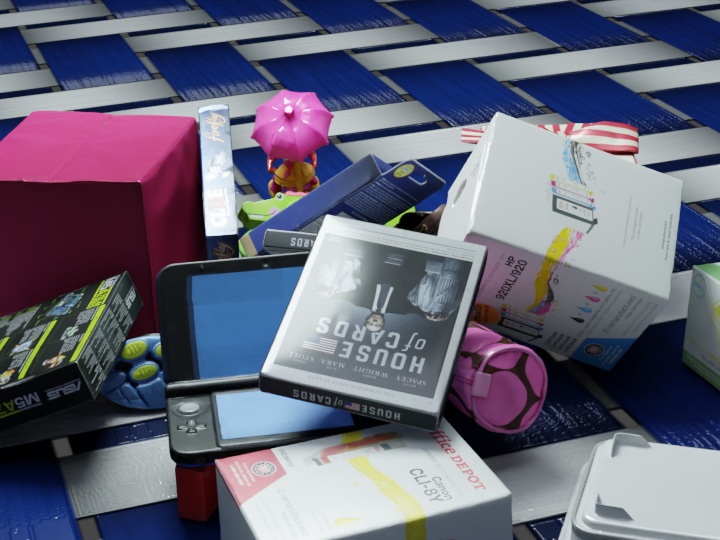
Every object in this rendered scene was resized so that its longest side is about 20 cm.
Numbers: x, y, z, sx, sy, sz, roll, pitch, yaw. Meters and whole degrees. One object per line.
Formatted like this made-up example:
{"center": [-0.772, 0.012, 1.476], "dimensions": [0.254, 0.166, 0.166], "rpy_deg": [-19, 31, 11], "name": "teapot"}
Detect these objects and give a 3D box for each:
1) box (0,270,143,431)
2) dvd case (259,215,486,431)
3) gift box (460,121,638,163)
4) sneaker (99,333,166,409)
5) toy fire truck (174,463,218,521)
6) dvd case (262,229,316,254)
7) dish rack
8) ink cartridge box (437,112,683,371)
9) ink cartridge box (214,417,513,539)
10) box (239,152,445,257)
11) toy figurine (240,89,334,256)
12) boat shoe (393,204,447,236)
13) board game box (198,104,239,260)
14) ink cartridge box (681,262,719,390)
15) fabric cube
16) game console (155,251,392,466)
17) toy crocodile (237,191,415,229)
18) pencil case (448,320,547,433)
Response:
{"center": [-0.314, 0.086, 1.439], "dimensions": [0.191, 0.048, 0.200], "rpy_deg": [-18, 21, 12], "name": "box"}
{"center": [0.015, 0.039, 1.292], "dimensions": [0.149, 0.025, 0.201], "rpy_deg": [12, 44, 9], "name": "dvd case"}
{"center": [0.201, -0.071, 1.659], "dimensions": [0.182, 0.189, 0.200], "rpy_deg": [-2, 24, -2], "name": "gift box"}
{"center": [-0.169, 0.085, 1.498], "dimensions": [0.198, 0.072, 0.083], "rpy_deg": [-17, 6, -26], "name": "sneaker"}
{"center": [-0.069, 0.149, 1.344], "dimensions": [0.139, 0.049, 0.200], "rpy_deg": [3, 24, 14], "name": "toy fire truck"}
{"center": [0.000, 0.000, 1.574], "dimensions": [0.149, 0.025, 0.200], "rpy_deg": [6, -13, 16], "name": "dvd case"}
{"center": [0.268, 0.186, 1.242], "dimensions": [0.198, 0.044, 0.172], "rpy_deg": [6, 24, 16], "name": "dish rack"}
{"center": [0.182, -0.025, 1.470], "dimensions": [0.198, 0.148, 0.146], "rpy_deg": [19, 56, -6], "name": "ink cartridge box"}
{"center": [0.002, 0.193, 1.192], "dimensions": [0.198, 0.084, 0.145], "rpy_deg": [-10, 25, -18], "name": "ink cartridge box"}
{"center": [-0.016, -0.061, 1.598], "dimensions": [0.199, 0.033, 0.121], "rpy_deg": [-31, -20, 14], "name": "box"}
{"center": [-0.074, -0.124, 1.805], "dimensions": [0.148, 0.186, 0.200], "rpy_deg": [-3, 23, -4], "name": "toy figurine"}
{"center": [0.070, -0.035, 1.642], "dimensions": [0.070, 0.070, 0.200], "rpy_deg": [-46, 9, -18], "name": "boat shoe"}
{"center": [-0.149, -0.060, 1.640], "dimensions": [0.034, 0.136, 0.201], "rpy_deg": [-4, 46, -5], "name": "board game box"}
{"center": [0.361, 0.019, 1.417], "dimensions": [0.047, 0.202, 0.146], "rpy_deg": [-8, 24, -19], "name": "ink cartridge box"}
{"center": [-0.282, -0.041, 1.617], "dimensions": [0.198, 0.198, 0.200], "rpy_deg": [3, 25, 10], "name": "fabric cube"}
{"center": [-0.071, 0.070, 1.314], "dimensions": [0.198, 0.120, 0.171], "rpy_deg": [-6, 21, -7], "name": "game console"}
{"center": [-0.037, -0.060, 1.706], "dimensions": [0.198, 0.062, 0.068], "rpy_deg": [4, -17, -8], "name": "toy crocodile"}
{"center": [0.074, 0.075, 1.377], "dimensions": [0.093, 0.091, 0.199], "rpy_deg": [28, -2, -39], "name": "pencil case"}
